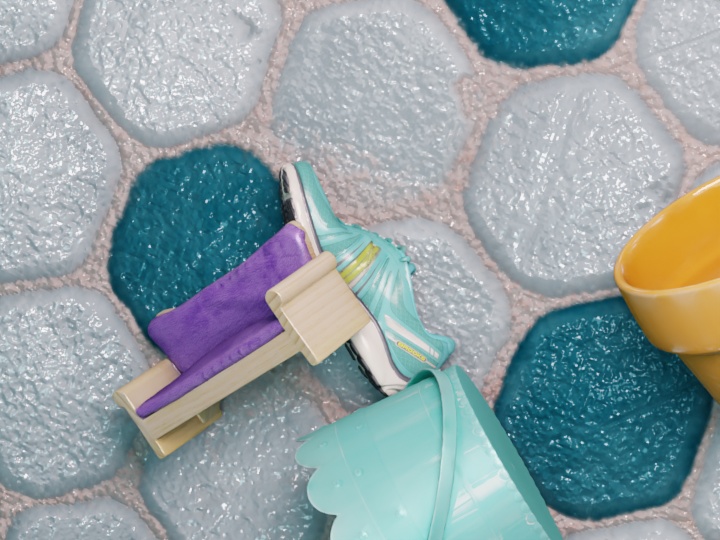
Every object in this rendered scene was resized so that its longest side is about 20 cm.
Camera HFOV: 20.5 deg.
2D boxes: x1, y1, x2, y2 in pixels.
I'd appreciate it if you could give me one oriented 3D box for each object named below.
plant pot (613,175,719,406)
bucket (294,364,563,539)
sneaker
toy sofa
[{"bbox_3d":[0.309,0.037,1.417,0.200,0.200,0.183,-26,107,12],"label":"plant pot"},{"bbox_3d":[0.057,0.176,1.467,0.135,0.207,0.207,-31,90,5],"label":"bucket"},{"bbox_3d":[0.000,0.000,1.531,0.080,0.078,0.200,-32,95,-7],"label":"sneaker"},{"bbox_3d":[-0.099,0.053,1.499,0.200,0.083,0.098,-32,93,38],"label":"toy sofa"}]
